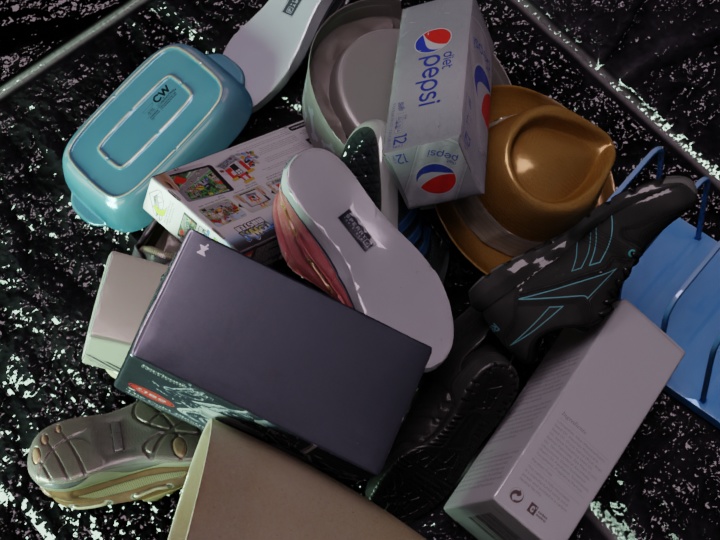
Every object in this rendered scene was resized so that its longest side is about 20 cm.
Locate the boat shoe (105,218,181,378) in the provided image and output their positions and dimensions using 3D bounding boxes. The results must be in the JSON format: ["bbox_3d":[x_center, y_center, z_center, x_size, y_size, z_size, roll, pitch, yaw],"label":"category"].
[{"bbox_3d":[-0.171,0.000,1.527,0.071,0.065,0.201,18,63,16],"label":"boat shoe"}]

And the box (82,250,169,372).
[{"bbox_3d":[-0.122,0.055,1.454,0.198,0.068,0.083,16,65,-8],"label":"box"}]

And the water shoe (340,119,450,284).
[{"bbox_3d":[0.031,-0.029,1.478,0.078,0.202,0.071,-13,14,-35],"label":"water shoe"}]

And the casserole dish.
[{"bbox_3d":[-0.188,-0.126,1.597,0.200,0.039,0.121,-46,63,-8],"label":"casserole dish"}]

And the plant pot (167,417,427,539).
[{"bbox_3d":[-0.041,0.227,1.287,0.198,0.188,0.189,17,61,-7],"label":"plant pot"}]

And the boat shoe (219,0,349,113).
[{"bbox_3d":[-0.061,-0.226,1.647,0.071,0.068,0.201,30,89,26],"label":"boat shoe"}]

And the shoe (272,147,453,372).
[{"bbox_3d":[0.000,0.000,1.412,0.071,0.091,0.201,-33,83,-19],"label":"shoe"}]

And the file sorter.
[{"bbox_3d":[0.282,0.016,1.446,0.199,0.123,0.139,36,69,22],"label":"file sorter"}]

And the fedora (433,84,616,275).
[{"bbox_3d":[0.152,-0.082,1.491,0.199,0.082,0.203,12,66,-27],"label":"fedora"}]

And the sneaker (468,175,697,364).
[{"bbox_3d":[0.183,-0.003,1.376,0.199,0.075,0.080,-33,81,21],"label":"sneaker"}]

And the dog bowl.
[{"bbox_3d":[0.039,-0.142,1.557,0.198,0.059,0.202,11,58,-18],"label":"dog bowl"}]

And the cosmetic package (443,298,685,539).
[{"bbox_3d":[0.161,0.126,1.396,0.071,0.101,0.201,40,68,-8],"label":"cosmetic package"}]

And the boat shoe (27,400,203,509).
[{"bbox_3d":[-0.168,0.148,1.441,0.198,0.072,0.076,-8,52,0],"label":"boat shoe"}]

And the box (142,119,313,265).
[{"bbox_3d":[-0.077,-0.064,1.518,0.110,0.035,0.199,40,40,23],"label":"box"}]

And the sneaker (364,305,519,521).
[{"bbox_3d":[0.068,0.108,1.446,0.200,0.060,0.104,-50,25,8],"label":"sneaker"}]

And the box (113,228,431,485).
[{"bbox_3d":[-0.072,0.073,1.326,0.199,0.182,0.105,26,75,-5],"label":"box"}]

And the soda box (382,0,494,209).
[{"bbox_3d":[0.067,-0.142,1.453,0.068,0.064,0.201,-12,40,18],"label":"soda box"}]
